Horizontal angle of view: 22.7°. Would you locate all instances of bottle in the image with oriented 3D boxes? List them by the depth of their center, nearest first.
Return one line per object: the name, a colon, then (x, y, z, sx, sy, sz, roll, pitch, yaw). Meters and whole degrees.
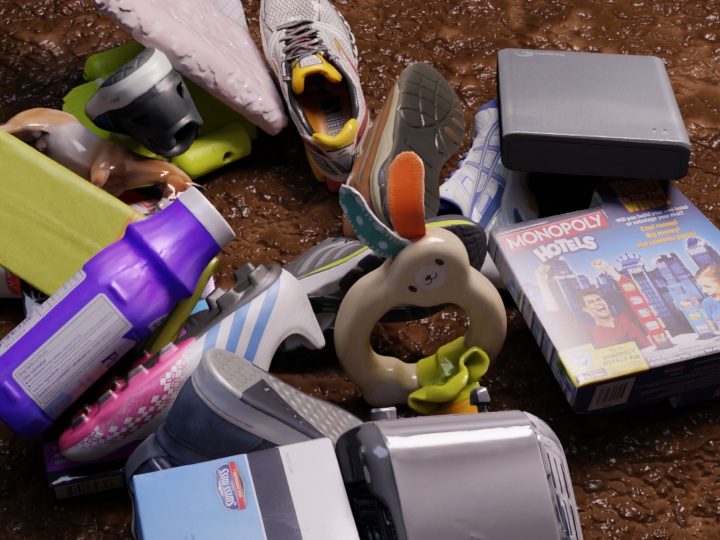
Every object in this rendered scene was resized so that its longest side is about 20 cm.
bottle: (-0.172, 0.026, 1.220, 0.200, 0.084, 0.065, -43, 91, -7)

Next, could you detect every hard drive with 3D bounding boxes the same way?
hard drive: (0.176, -0.125, 1.401, 0.138, 0.033, 0.200, 3, 25, 2)

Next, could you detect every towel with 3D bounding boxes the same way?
towel: (-0.203, -0.019, 1.287, 0.199, 0.018, 0.087, 31, 82, 12)
towel: (-0.152, -0.217, 1.485, 0.032, 0.199, 0.192, -43, 39, 18)

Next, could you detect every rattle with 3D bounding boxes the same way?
rattle: (0.040, 0.043, 1.224, 0.129, 0.201, 0.144, 5, 43, 7)

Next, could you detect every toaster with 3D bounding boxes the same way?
toaster: (0.066, 0.177, 1.118, 0.128, 0.114, 0.202, -10, 84, -13)

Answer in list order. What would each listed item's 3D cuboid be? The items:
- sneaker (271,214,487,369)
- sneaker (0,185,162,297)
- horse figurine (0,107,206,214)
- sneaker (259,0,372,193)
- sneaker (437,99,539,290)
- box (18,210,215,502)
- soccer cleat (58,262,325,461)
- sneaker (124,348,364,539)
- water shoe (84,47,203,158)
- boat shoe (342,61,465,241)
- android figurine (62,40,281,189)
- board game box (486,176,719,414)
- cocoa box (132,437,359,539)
sneaker: (0.000, 0.000, 1.332, 0.198, 0.074, 0.081, -20, 32, 15)
sneaker: (-0.214, -0.001, 1.376, 0.199, 0.068, 0.108, -14, 42, -17)
horse figurine: (-0.235, -0.082, 1.386, 0.199, 0.050, 0.132, 22, 37, 28)
sneaker: (-0.034, -0.168, 1.492, 0.077, 0.082, 0.202, -23, 65, 0)
sneaker: (0.093, -0.067, 1.434, 0.087, 0.076, 0.201, -2, 42, 0)
box: (-0.167, 0.055, 1.292, 0.141, 0.036, 0.202, -10, 63, -9)
soccer cleat: (-0.111, 0.080, 1.227, 0.199, 0.087, 0.070, -39, 12, -9)
sneaker: (-0.063, 0.155, 1.205, 0.201, 0.147, 0.077, 31, 16, -23)
water shoe: (-0.168, -0.119, 1.409, 0.071, 0.079, 0.200, -37, 6, -6)
boat shoe: (0.026, -0.091, 1.423, 0.074, 0.076, 0.201, -31, 23, 34)
android figurine: (-0.173, -0.135, 1.540, 0.198, 0.041, 0.182, -23, 48, -24)
board game box: (0.197, 0.006, 1.327, 0.198, 0.062, 0.201, -11, 51, -20)
cocoa box: (-0.057, 0.225, 1.081, 0.130, 0.134, 0.201, -10, 44, -9)
